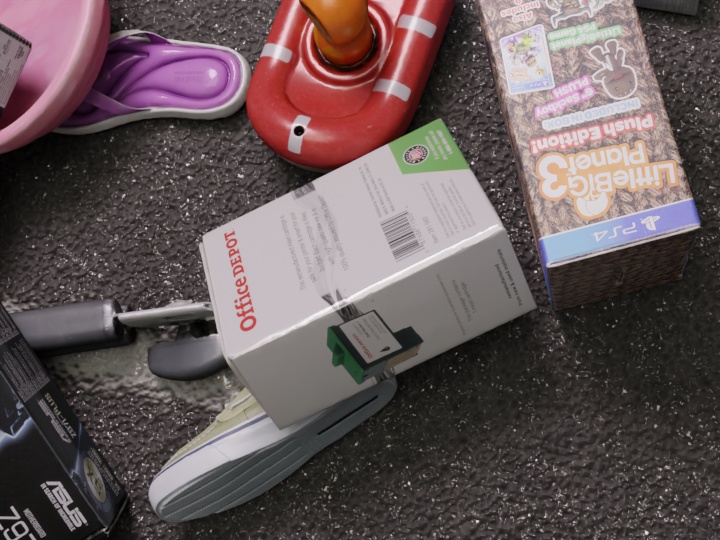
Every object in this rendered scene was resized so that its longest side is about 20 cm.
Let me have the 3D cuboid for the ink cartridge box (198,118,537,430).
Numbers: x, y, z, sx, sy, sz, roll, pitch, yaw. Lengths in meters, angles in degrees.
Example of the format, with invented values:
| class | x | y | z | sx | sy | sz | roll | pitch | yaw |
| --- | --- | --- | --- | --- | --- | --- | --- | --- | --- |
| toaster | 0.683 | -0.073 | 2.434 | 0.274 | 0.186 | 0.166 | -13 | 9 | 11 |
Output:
| class | x | y | z | sx | sy | sz | roll | pitch | yaw |
| --- | --- | --- | --- | --- | --- | --- | --- | --- | --- |
| ink cartridge box | 0.000 | 0.000 | 0.795 | 0.199 | 0.085 | 0.146 | -26 | 39 | 4 |

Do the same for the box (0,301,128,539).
| class | x | y | z | sx | sy | sz | roll | pitch | yaw |
| --- | --- | --- | --- | --- | --- | --- | --- | --- | --- |
| box | -0.292 | 0.136 | 0.819 | 0.163 | 0.086 | 0.201 | -31 | 96 | 2 |

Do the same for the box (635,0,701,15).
| class | x | y | z | sx | sy | sz | roll | pitch | yaw |
| --- | --- | --- | --- | --- | --- | --- | --- | --- | --- |
| box | 0.210 | -0.305 | 0.880 | 0.143 | 0.036 | 0.202 | 13 | 82 | 13 |

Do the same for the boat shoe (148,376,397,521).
| class | x | y | z | sx | sy | sz | roll | pitch | yaw |
| --- | --- | --- | --- | --- | --- | --- | --- | --- | --- |
| boat shoe | -0.068 | 0.112 | 0.833 | 0.199 | 0.072 | 0.062 | -30 | 55 | -4 |

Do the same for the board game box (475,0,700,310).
| class | x | y | z | sx | sy | sz | roll | pitch | yaw |
| --- | --- | --- | --- | --- | --- | --- | --- | --- | --- |
| board game box | 0.152 | -0.091 | 0.780 | 0.096 | 0.159 | 0.202 | -14 | 75 | 8 |

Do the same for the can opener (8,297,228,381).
| class | x | y | z | sx | sy | sz | roll | pitch | yaw |
| --- | --- | --- | --- | --- | --- | --- | --- | --- | --- |
| can opener | -0.193 | 0.057 | 0.868 | 0.198 | 0.053 | 0.067 | -9 | 76 | 10 |

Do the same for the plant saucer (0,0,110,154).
| class | x | y | z | sx | sy | sz | roll | pitch | yaw |
| --- | --- | --- | --- | --- | --- | --- | --- | --- | --- |
| plant saucer | -0.270 | -0.183 | 0.909 | 0.199 | 0.051 | 0.202 | -10 | 71 | 31 |

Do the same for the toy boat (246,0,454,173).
| class | x | y | z | sx | sy | sz | roll | pitch | yaw |
| --- | --- | --- | --- | --- | --- | --- | --- | --- | --- |
| toy boat | -0.014 | -0.175 | 0.843 | 0.130 | 0.131 | 0.201 | 18 | 82 | 14 |

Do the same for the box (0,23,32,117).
| class | x | y | z | sx | sy | sz | roll | pitch | yaw |
| --- | --- | --- | --- | --- | --- | --- | --- | --- | --- |
| box | -0.364 | -0.113 | 0.889 | 0.192 | 0.047 | 0.201 | 22 | 86 | 33 |

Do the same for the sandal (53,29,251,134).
| class | x | y | z | sx | sy | sz | roll | pitch | yaw |
| --- | --- | --- | --- | --- | --- | --- | --- | --- | --- |
| sandal | -0.188 | -0.159 | 0.914 | 0.201 | 0.050 | 0.083 | -4 | 77 | 10 |
